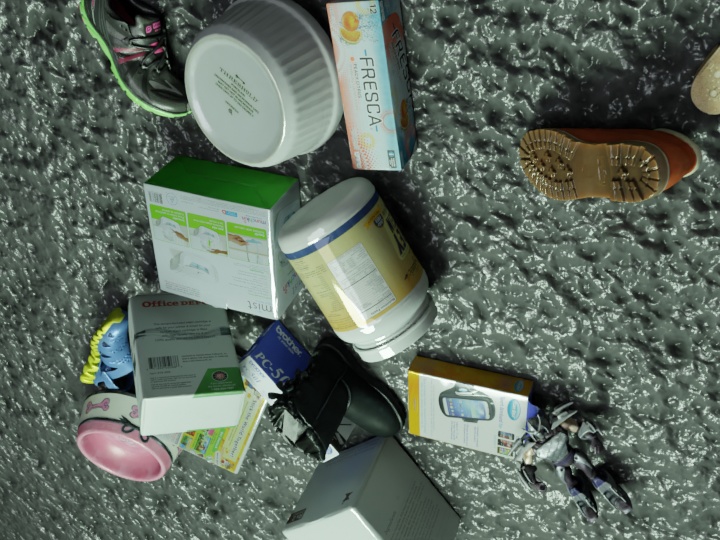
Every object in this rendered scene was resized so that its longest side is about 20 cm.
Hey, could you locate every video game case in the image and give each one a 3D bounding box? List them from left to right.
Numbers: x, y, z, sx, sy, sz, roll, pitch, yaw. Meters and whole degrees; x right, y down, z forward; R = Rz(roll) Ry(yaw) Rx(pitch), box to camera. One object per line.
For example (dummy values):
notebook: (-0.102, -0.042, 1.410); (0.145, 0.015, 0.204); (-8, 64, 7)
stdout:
video game case: (-0.248, 0.215, 1.382); (0.179, 0.023, 0.203); (24, 113, -1)

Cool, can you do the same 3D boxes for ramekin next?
ramekin: (-0.124, -0.219, 1.017); (0.200, 0.094, 0.206); (22, 132, 27)

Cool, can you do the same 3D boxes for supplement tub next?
supplement tub: (0.000, 0.000, 1.086); (0.143, 0.145, 0.202); (-21, 110, 35)

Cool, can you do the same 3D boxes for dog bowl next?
dog bowl: (-0.409, 0.298, 1.495); (0.196, 0.075, 0.202); (10, 139, 9)

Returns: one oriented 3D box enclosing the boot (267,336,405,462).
boot: (-0.034, 0.209, 1.226); (0.199, 0.163, 0.073); (49, 130, -10)

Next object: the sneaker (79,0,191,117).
sneaker: (-0.280, -0.285, 1.086); (0.083, 0.077, 0.201); (-24, 109, 40)

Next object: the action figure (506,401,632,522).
action figure: (0.283, 0.259, 1.145); (0.129, 0.070, 0.200); (-35, 115, 20)

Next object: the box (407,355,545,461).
box: (0.164, 0.198, 1.201); (0.196, 0.042, 0.121); (10, 124, 18)

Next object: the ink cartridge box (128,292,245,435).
ink cartridge box: (-0.259, 0.130, 1.241); (0.143, 0.202, 0.084); (-1, 134, -20)

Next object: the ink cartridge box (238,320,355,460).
ink cartridge box: (-0.091, 0.182, 1.282); (0.200, 0.094, 0.044); (48, 128, -9)

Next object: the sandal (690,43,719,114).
sandal: (0.382, -0.231, 0.792); (0.077, 0.070, 0.214); (29, 129, 6)

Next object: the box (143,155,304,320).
box: (-0.187, -0.045, 1.181); (0.196, 0.097, 0.180); (12, 126, 19)

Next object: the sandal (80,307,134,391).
sandal: (-0.412, 0.140, 1.434); (0.086, 0.080, 0.201); (31, 137, 0)

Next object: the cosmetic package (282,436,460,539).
cosmetic package: (0.020, 0.398, 1.320); (0.164, 0.166, 0.201); (-29, 106, 36)

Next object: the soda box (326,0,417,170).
soda box: (0.017, -0.222, 0.986); (0.067, 0.064, 0.203); (5, 123, 24)

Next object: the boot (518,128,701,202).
boot: (0.267, -0.121, 0.921); (0.198, 0.106, 0.077); (20, 124, 49)
